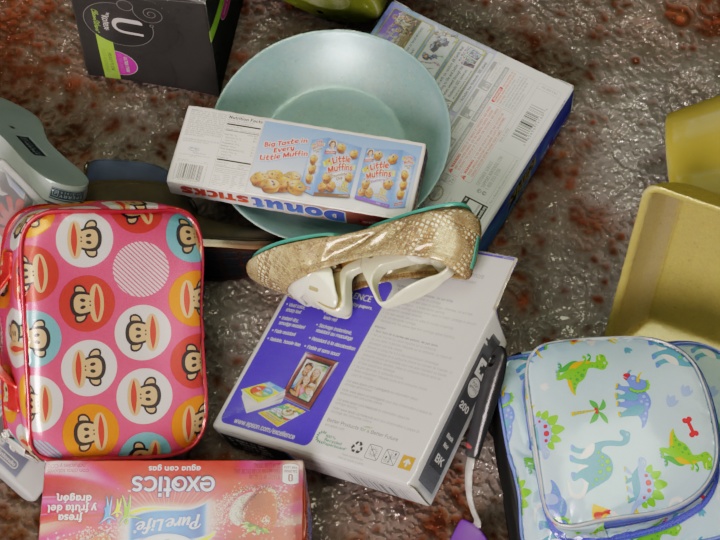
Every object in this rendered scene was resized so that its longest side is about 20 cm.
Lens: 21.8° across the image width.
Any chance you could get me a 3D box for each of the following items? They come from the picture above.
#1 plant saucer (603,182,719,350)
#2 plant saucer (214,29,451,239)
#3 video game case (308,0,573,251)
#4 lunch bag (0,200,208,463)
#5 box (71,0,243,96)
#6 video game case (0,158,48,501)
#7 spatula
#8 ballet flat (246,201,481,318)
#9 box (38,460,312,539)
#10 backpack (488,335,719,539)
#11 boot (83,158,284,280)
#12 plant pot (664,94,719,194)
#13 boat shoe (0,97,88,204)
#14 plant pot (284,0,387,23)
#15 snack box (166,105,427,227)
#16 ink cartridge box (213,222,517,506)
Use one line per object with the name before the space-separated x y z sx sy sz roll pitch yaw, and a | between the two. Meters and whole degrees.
plant saucer | 0.299 0.020 1.434 0.198 0.201 0.049 19 48 10
plant saucer | -0.024 -0.104 1.534 0.199 0.039 0.203 -1 64 3
video game case | 0.055 -0.108 1.577 0.180 0.046 0.201 28 69 15
lunch bag | -0.208 0.048 1.430 0.174 0.082 0.202 -1 94 -26
box | -0.163 -0.279 1.611 0.123 0.149 0.202 8 65 5
video game case | -0.269 0.047 1.453 0.023 0.200 0.183 2 51 54
spatula | 0.085 0.154 1.397 0.020 0.056 0.202 5 101 -22
ballet flat | 0.000 0.000 1.442 0.198 0.070 0.066 -15 64 25
box | -0.136 0.202 1.405 0.198 0.100 0.096 0 66 1
backpack | 0.206 0.138 1.400 0.198 0.147 0.185 -6 66 -4
boot | -0.146 -0.048 1.541 0.198 0.075 0.098 0 67 4
plant pot | 0.344 -0.074 1.481 0.187 0.201 0.203 -8 63 15
boat shoe | -0.296 -0.074 1.559 0.070 0.092 0.200 8 24 -37
plant pot | -0.010 -0.328 1.621 0.199 0.200 0.195 20 78 11
snack box | -0.050 -0.081 1.489 0.198 0.024 0.073 10 64 9
ink cartridge box | 0.010 0.067 1.457 0.197 0.043 0.201 12 65 36
